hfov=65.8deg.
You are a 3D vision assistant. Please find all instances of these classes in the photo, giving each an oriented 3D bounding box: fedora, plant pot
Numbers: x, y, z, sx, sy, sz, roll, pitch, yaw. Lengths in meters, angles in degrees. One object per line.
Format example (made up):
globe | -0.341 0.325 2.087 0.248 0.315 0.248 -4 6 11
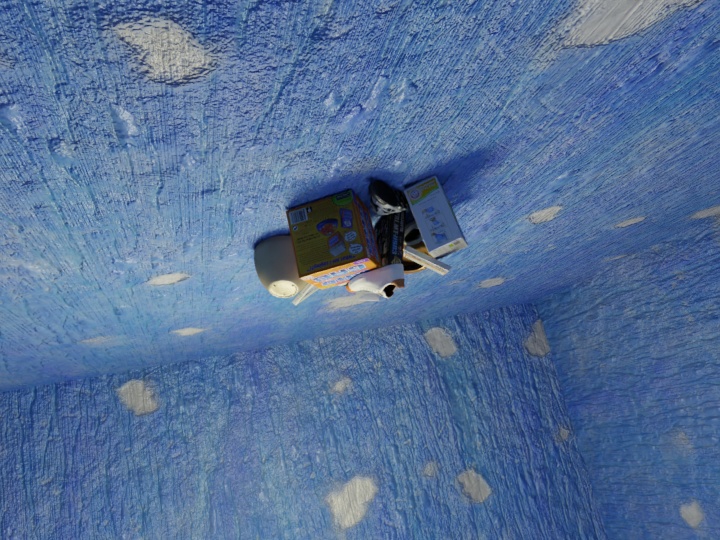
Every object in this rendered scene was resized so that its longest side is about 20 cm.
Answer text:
fedora | 0.165 -0.063 1.858 0.200 0.082 0.201 -6 151 -3
plant pot | -0.241 0.006 1.756 0.199 0.135 0.201 -2 143 -1

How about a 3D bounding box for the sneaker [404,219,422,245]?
sneaker | 0.204 -0.138 1.708 0.200 0.074 0.116 -34 -166 -2

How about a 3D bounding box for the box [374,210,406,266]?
box | 0.084 -0.069 1.713 0.049 0.201 0.199 7 167 -12

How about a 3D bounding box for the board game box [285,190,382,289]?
board game box | -0.069 -0.080 1.588 0.199 0.201 0.200 -16 165 11

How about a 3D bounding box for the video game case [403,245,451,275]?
video game case | 0.197 -0.028 1.671 0.143 0.017 0.200 26 179 5

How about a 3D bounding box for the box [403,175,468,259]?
box | 0.213 -0.148 1.569 0.101 0.201 0.112 -24 164 14

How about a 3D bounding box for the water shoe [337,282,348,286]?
water shoe | -0.090 -0.033 1.742 0.071 0.200 0.079 -33 158 15

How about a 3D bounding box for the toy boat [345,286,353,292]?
toy boat | -0.002 0.025 2.012 0.131 0.200 0.131 -42 146 -11

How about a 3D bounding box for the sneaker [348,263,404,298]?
sneaker | 0.043 0.044 1.583 0.073 0.085 0.200 0 166 -45

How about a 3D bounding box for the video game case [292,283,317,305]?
video game case | -0.126 0.022 1.877 0.200 0.022 0.182 -37 173 -49

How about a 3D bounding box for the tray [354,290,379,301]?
tray | 0.000 0.000 1.721 0.022 0.201 0.107 -35 156 33

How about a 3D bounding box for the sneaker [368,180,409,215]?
sneaker | 0.058 -0.189 1.546 0.088 0.074 0.200 -22 162 24
